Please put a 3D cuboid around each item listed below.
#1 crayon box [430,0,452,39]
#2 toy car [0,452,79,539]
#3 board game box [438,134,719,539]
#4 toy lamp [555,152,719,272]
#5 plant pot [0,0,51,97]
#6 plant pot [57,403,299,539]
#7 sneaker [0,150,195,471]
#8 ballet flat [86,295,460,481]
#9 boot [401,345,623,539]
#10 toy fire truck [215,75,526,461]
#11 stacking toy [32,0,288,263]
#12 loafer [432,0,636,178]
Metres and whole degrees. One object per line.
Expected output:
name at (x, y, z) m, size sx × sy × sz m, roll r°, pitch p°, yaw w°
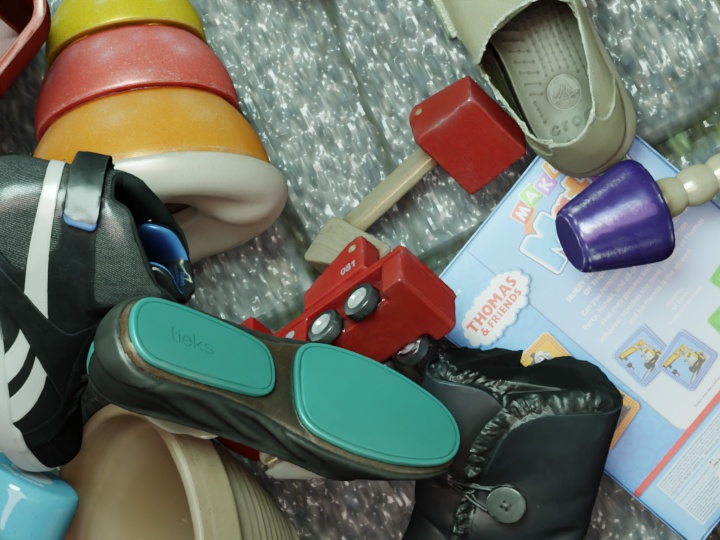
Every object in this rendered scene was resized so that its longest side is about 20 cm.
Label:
crayon box at (0.110, -0.222, 1.386) m, size 0.199 × 0.051 × 0.128 m, roll -26°, pitch 89°, yaw 5°
toy car at (-0.276, 0.163, 1.335) m, size 0.176 × 0.200 × 0.185 m, roll 29°, pitch 96°, yaw 23°
board game box at (0.151, 0.027, 1.391) m, size 0.200 × 0.037 × 0.151 m, roll 40°, pitch 93°, yaw 3°
toy lamp at (0.196, -0.052, 1.348) m, size 0.199 × 0.058 × 0.059 m, roll -23°, pitch 88°, yaw -12°
plant pot at (-0.278, -0.116, 1.360) m, size 0.200 × 0.176 × 0.200 m, roll 39°, pitch 94°, yaw 5°
plant pot at (-0.090, 0.170, 1.365) m, size 0.092 × 0.200 × 0.202 m, roll 4°, pitch 91°, yaw -31°
sneaker at (-0.135, 0.029, 1.310) m, size 0.111 × 0.073 × 0.201 m, roll 1°, pitch 133°, yaw 10°
ballet flat at (-0.048, 0.065, 1.293) m, size 0.199 × 0.068 × 0.068 m, roll 23°, pitch 49°, yaw -23°
boot at (0.113, 0.137, 1.352) m, size 0.199 × 0.076 × 0.169 m, roll 18°, pitch 115°, yaw 11°
toy fire truck at (0.000, 0.000, 1.373) m, size 0.200 × 0.141 × 0.049 m, roll -36°, pitch 120°, yaw 24°
stacking toy at (-0.122, -0.110, 1.385) m, size 0.145 × 0.146 × 0.201 m, roll -11°, pitch 74°, yaw 5°
loafer at (0.079, -0.140, 1.330) m, size 0.075 × 0.068 × 0.201 m, roll -33°, pitch 87°, yaw 9°
